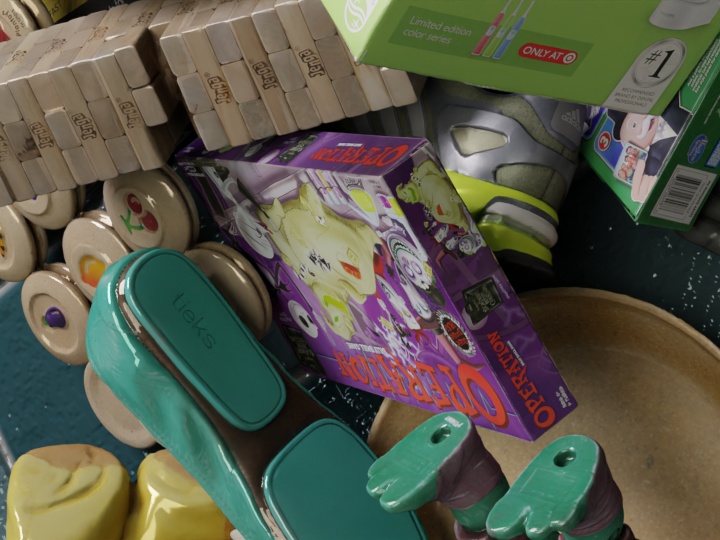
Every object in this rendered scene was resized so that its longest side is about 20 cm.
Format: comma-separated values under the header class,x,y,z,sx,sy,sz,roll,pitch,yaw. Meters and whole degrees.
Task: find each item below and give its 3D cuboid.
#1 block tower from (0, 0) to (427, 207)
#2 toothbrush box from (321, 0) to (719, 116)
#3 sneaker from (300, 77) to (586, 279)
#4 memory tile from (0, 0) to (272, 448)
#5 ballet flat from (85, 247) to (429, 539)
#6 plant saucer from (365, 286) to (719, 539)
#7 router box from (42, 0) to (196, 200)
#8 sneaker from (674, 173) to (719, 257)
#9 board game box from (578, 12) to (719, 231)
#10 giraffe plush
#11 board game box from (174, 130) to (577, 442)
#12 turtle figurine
class,x,y,z,sx,sy,sz,roll,pitch,yaw
block tower,-0.072,-0.078,0.866,0.200,0.058,0.054,-13,117,21
toothbrush box,0.085,-0.160,0.737,0.200,0.146,0.086,-57,44,33
sneaker,0.026,-0.060,0.895,0.200,0.074,0.081,28,91,49
memory tile,-0.131,-0.022,0.977,0.200,0.017,0.153,51,140,4
ballet flat,-0.044,0.078,0.915,0.200,0.067,0.070,51,145,0
plant saucer,0.093,0.106,0.900,0.200,0.035,0.200,1,92,29
router box,-0.101,-0.146,0.961,0.200,0.052,0.157,-38,73,43
sneaker,0.205,-0.029,0.819,0.200,0.071,0.099,16,98,34
board game box,0.131,-0.134,0.829,0.200,0.029,0.135,-63,34,24
giraffe plush,-0.105,0.198,0.960,0.173,0.200,0.162,24,136,14
board game box,0.000,0.000,0.863,0.120,0.032,0.200,55,162,-19
turtle figurine,0.088,0.141,0.809,0.150,0.101,0.200,-10,126,34
